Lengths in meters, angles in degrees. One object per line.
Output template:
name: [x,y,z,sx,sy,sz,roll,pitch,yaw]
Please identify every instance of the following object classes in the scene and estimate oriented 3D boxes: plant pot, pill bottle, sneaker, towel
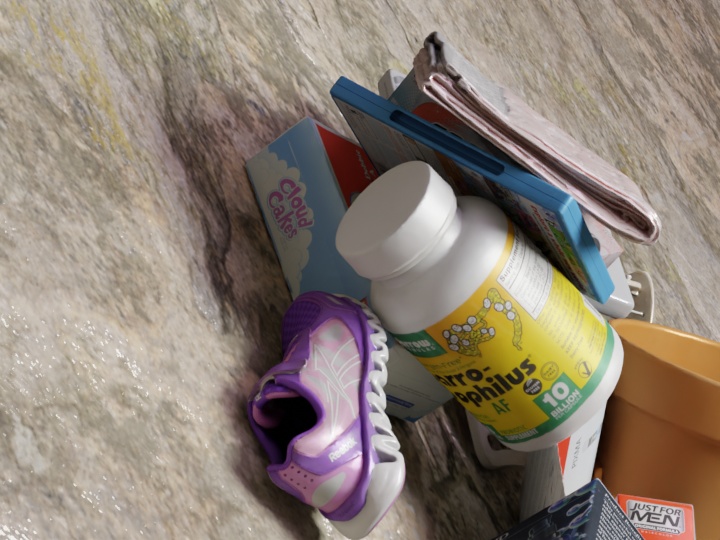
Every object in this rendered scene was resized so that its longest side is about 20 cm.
plant pot: [0.256,0.136,1.773,0.199,0.141,0.200,18,8,-3]
pill bottle: [0.078,0.022,1.607,0.200,0.113,0.113,45,25,-26]
sneaker: [-0.032,0.080,1.536,0.088,0.081,0.201,21,33,-26]
towel: [0.119,-0.093,1.644,0.191,0.032,0.200,36,9,-7]

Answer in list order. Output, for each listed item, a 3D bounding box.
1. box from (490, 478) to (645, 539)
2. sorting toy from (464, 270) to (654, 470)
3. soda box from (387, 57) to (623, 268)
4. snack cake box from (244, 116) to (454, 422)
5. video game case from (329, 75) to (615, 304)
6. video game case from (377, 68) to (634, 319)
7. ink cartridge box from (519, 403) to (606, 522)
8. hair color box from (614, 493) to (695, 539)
box: [0.112,0.247,1.499,0.107,0.148,0.200,52,22,-11]
sorting toy: [0.130,0.076,1.848,0.199,0.107,0.181,16,58,-33]
soda box: [0.100,-0.065,1.747,0.068,0.064,0.200,-12,58,-52]
snack cake box: [0.000,0.000,1.712,0.115,0.067,0.201,23,39,-51]
video game case: [0.078,-0.055,1.640,0.200,0.018,0.143,30,-14,29]
video game case: [0.112,-0.060,1.833,0.199,0.023,0.183,20,37,-28]
ink cartridge box: [0.147,0.165,1.691,0.047,0.161,0.200,5,33,-3]
hair color box: [0.192,0.268,1.638,0.061,0.102,0.201,10,53,-10]
